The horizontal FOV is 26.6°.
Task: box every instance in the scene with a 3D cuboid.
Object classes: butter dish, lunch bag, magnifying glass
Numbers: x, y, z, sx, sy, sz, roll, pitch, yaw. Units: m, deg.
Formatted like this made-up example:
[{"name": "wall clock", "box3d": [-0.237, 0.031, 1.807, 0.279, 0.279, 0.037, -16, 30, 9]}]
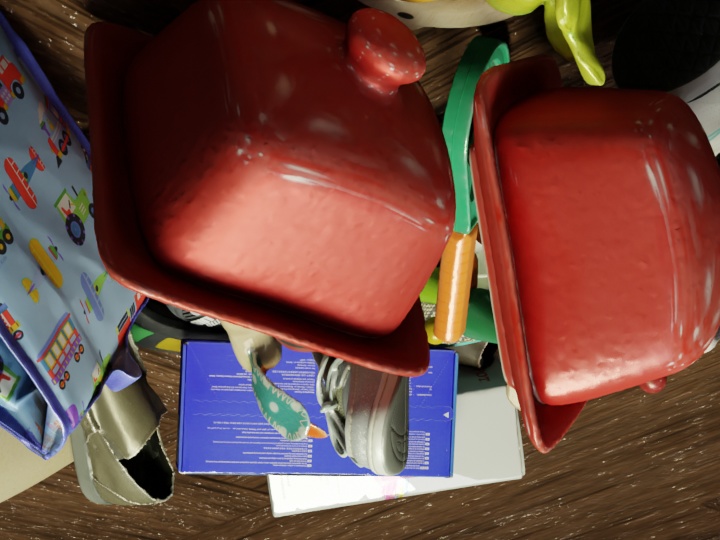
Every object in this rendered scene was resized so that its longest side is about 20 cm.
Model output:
[{"name": "butter dish", "box3d": [0.151, -0.022, 0.818, 0.148, 0.200, 0.199, -6, -171, 21]}, {"name": "lunch bag", "box3d": [-0.182, -0.011, 0.802, 0.094, 0.151, 0.200, -26, 118, 30]}, {"name": "butter dish", "box3d": [-0.024, -0.071, 0.781, 0.200, 0.200, 0.148, 20, 130, -32]}, {"name": "magnifying glass", "box3d": [0.064, -0.046, 0.923, 0.022, 0.080, 0.200, 16, 123, 15]}]

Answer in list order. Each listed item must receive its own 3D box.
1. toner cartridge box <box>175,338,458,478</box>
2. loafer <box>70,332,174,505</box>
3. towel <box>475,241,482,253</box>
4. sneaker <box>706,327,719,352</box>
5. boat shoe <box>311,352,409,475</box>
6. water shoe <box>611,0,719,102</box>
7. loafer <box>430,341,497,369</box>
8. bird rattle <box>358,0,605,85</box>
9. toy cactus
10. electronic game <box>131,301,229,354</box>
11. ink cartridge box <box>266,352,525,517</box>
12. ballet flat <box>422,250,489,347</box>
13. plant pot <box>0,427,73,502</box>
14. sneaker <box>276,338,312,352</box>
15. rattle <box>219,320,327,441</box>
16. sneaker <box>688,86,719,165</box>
[{"name": "toner cartridge box", "box3d": [-0.032, 0.100, 1.106, 0.200, 0.095, 0.043, 3, -179, -10]}, {"name": "loafer", "box3d": [-0.165, 0.087, 1.053, 0.070, 0.075, 0.200, 13, 135, 23]}, {"name": "towel", "box3d": [0.069, -0.040, 1.065, 0.200, 0.023, 0.153, -12, 154, 4]}, {"name": "sneaker", "box3d": [0.147, -0.016, 0.976, 0.082, 0.200, 0.075, -48, 175, 32]}, {"name": "boat shoe", "box3d": [-0.002, 0.069, 0.937, 0.065, 0.202, 0.075, 0, 109, 0]}, {"name": "water shoe", "box3d": [0.231, -0.146, 0.856, 0.079, 0.072, 0.200, 10, 148, -39]}, {"name": "loafer", "box3d": [0.077, 0.041, 1.174, 0.200, 0.071, 0.073, -13, 153, 7]}, {"name": "bird rattle", "box3d": [0.042, -0.163, 0.733, 0.163, 0.113, 0.200, -8, 157, 38]}, {"name": "toy cactus", "box3d": [0.118, 0.045, 1.012, 0.200, 0.165, 0.102, 22, 120, 4]}, {"name": "electronic game", "box3d": [-0.100, 0.017, 1.081, 0.200, 0.042, 0.200, -1, 154, -1]}, {"name": "ink cartridge box", "box3d": [0.021, 0.119, 1.222, 0.200, 0.085, 0.145, -7, -164, -4]}, {"name": "ballet flat", "box3d": [0.136, 0.010, 1.108, 0.200, 0.068, 0.075, -7, 130, -1]}, {"name": "plant pot", "box3d": [-0.285, 0.095, 1.070, 0.187, 0.187, 0.200, -32, 160, 38]}, {"name": "sneaker", "box3d": [0.000, 0.000, 0.931, 0.071, 0.200, 0.098, 24, 130, 12]}, {"name": "rattle", "box3d": [-0.110, 0.022, 0.927, 0.143, 0.200, 0.130, -13, -167, -13]}, {"name": "sneaker", "box3d": [0.207, -0.065, 0.984, 0.070, 0.080, 0.200, -27, 161, -19]}]
